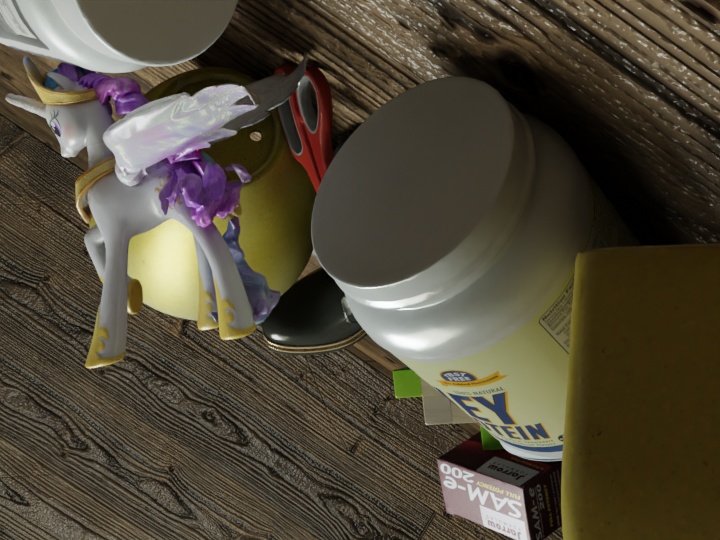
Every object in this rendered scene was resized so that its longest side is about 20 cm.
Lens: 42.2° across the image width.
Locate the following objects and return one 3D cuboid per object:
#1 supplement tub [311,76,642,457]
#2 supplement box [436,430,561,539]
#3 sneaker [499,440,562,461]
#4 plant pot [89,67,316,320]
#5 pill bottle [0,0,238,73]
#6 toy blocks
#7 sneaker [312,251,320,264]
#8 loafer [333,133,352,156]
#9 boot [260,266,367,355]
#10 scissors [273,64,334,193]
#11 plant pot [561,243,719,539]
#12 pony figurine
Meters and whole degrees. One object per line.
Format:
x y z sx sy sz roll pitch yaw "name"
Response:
0.079 0.004 0.522 0.144 0.146 0.200 24 167 49 "supplement tub"
0.178 0.168 0.862 0.108 0.198 0.062 6 114 50 "supplement box"
0.184 0.100 0.586 0.197 0.073 0.072 -12 117 25 "sneaker"
-0.118 -0.078 0.744 0.199 0.201 0.142 33 155 1 "plant pot"
-0.155 -0.174 0.526 0.199 0.115 0.114 24 168 49 "pill bottle"
0.141 0.098 0.877 0.197 0.102 0.137 -6 -175 14 "toy blocks"
-0.040 -0.048 0.983 0.199 0.075 0.079 32 164 -36 "sneaker"
0.013 -0.059 0.677 0.068 0.071 0.200 35 172 -20 "loafer"
0.000 0.000 0.773 0.139 0.197 0.078 69 179 -70 "boot"
-0.021 -0.050 0.668 0.073 0.014 0.203 -2 106 59 "scissors"
0.192 0.122 0.380 0.192 0.202 0.195 -2 149 37 "plant pot"
-0.122 -0.055 0.595 0.190 0.203 0.167 -12 -170 16 "pony figurine"
